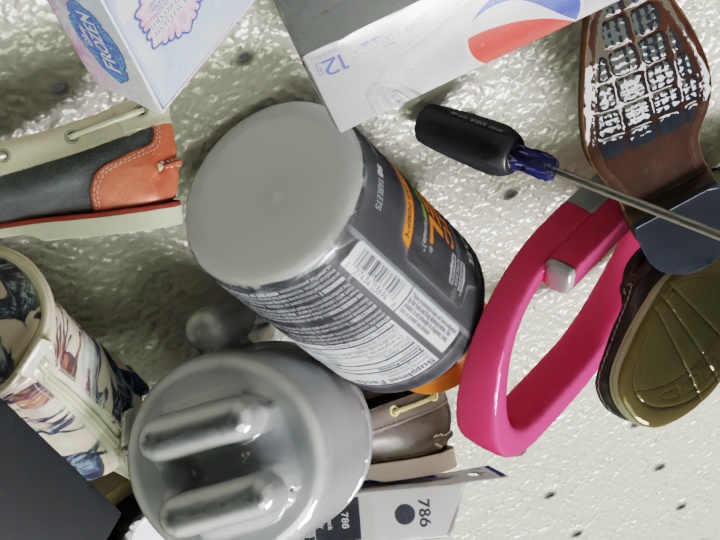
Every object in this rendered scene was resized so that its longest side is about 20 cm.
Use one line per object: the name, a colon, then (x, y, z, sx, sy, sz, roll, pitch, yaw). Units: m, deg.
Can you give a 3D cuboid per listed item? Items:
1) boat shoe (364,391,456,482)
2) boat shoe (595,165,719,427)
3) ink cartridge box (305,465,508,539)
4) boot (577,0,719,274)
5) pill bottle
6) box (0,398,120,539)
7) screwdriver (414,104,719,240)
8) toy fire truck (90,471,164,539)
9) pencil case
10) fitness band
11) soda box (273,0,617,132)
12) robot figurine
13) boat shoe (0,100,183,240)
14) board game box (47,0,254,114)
boat shoe: (-0.035, 0.107, 1.125, 0.199, 0.060, 0.072, -5, -178, -18)
boat shoe: (0.184, 0.012, 1.034, 0.066, 0.201, 0.072, -4, 131, 48)
ink cartridge box: (-0.007, 0.155, 1.147, 0.199, 0.039, 0.099, -6, 177, -2)
boot: (0.140, -0.094, 0.948, 0.074, 0.097, 0.200, -23, 133, 0)
pill bottle: (0.000, 0.000, 0.964, 0.106, 0.106, 0.200, -32, 144, 13)
box: (-0.232, 0.090, 0.836, 0.199, 0.079, 0.141, 7, 149, 40)
screwdriver: (0.114, -0.045, 0.917, 0.029, 0.199, 0.028, 3, 109, -64)
toy fire truck: (-0.182, 0.227, 1.063, 0.200, 0.129, 0.176, -36, 119, -19)
pencil case: (-0.167, 0.053, 0.922, 0.200, 0.089, 0.078, 68, 46, -70)
fitness band: (0.120, 0.025, 1.044, 0.200, 0.037, 0.144, -39, 147, -45)
soda box: (0.060, -0.146, 0.840, 0.199, 0.068, 0.063, -25, 145, 2)
robot figurine: (-0.058, 0.097, 0.994, 0.113, 0.170, 0.200, -12, 178, 13)
boat shoe: (-0.183, -0.043, 0.842, 0.199, 0.063, 0.071, -5, -172, 2)
board game box: (-0.058, -0.193, 0.646, 0.200, 0.041, 0.200, -53, 149, -19)
